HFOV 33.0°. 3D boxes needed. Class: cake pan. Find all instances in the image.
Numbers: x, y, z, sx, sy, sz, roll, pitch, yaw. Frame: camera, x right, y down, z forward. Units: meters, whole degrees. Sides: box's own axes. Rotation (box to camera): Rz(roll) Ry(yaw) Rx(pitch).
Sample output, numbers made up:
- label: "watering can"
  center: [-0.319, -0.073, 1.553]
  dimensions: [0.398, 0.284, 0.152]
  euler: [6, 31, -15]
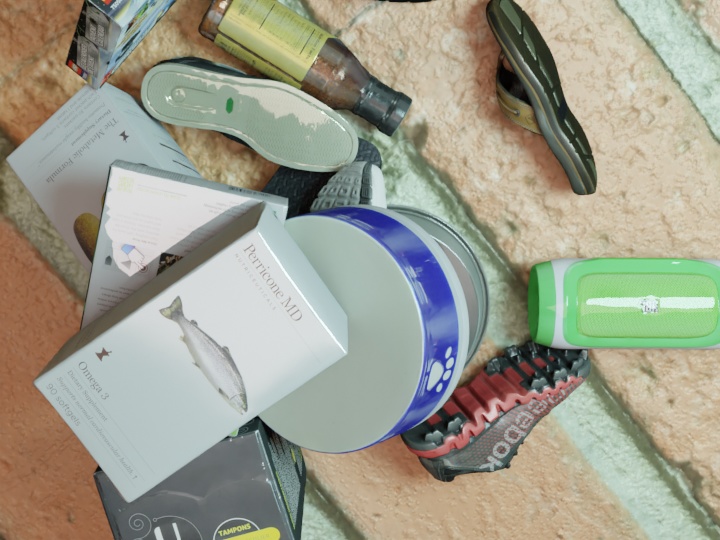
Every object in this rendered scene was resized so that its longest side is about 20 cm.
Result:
- label: "cake pan"
  center: [0.027, 0.038, 1.165]
  dimensions: [0.199, 0.037, 0.201]
  euler: [0, 103, 0]

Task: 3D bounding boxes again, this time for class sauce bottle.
- label: "sauce bottle"
  center: [-0.047, -0.188, 1.099]
  dimensions: [0.199, 0.066, 0.066]
  euler: [32, 101, -9]

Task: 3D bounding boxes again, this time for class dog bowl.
- label: "dog bowl"
  center: [-0.015, 0.048, 1.015]
  dimensions: [0.199, 0.079, 0.201]
  euler: [5, 100, 30]

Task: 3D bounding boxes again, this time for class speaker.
- label: "speaker"
  center: [0.261, 0.031, 1.140]
  dimensions: [0.199, 0.088, 0.089]
  euler: [0, 103, 0]

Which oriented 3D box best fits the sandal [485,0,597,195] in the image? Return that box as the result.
- label: "sandal"
  center: [0.157, -0.153, 1.112]
  dimensions: [0.054, 0.082, 0.201]
  euler: [-20, 111, 27]

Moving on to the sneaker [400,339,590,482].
- label: "sneaker"
  center: [0.136, 0.138, 1.173]
  dimensions: [0.200, 0.071, 0.098]
  euler: [-28, 127, -10]

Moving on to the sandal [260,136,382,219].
- label: "sandal"
  center: [-0.065, -0.053, 1.133]
  dimensions: [0.200, 0.045, 0.075]
  euler: [-40, 65, 2]

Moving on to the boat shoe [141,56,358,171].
- label: "boat shoe"
  center: [-0.094, -0.146, 1.102]
  dimensions: [0.199, 0.068, 0.072]
  euler: [19, 109, 0]

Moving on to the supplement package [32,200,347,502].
- label: "supplement package"
  center: [-0.121, 0.057, 0.912]
  dimensions: [0.200, 0.117, 0.117]
  euler: [-35, 100, 7]

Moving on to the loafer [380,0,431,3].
- label: "loafer"
  center: [0.091, -0.285, 1.079]
  dimensions: [0.199, 0.073, 0.073]
  euler: [-13, 94, -7]

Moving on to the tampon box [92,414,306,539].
- label: "tampon box"
  center: [-0.137, 0.185, 1.114]
  dimensions: [0.149, 0.200, 0.127]
  euler: [-15, 103, 4]

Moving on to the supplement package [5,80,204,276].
- label: "supplement package"
  center: [-0.193, -0.051, 1.071]
  dimensions: [0.114, 0.110, 0.200]
  euler: [-41, 77, 8]

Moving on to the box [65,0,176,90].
- label: "box"
  center: [-0.161, -0.253, 1.003]
  dimensions: [0.040, 0.137, 0.200]
  euler: [38, 67, -7]

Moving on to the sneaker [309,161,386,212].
- label: "sneaker"
  center: [0.000, 0.000, 1.100]
  dimensions: [0.074, 0.087, 0.201]
  euler: [17, 108, 41]

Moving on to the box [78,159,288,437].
- label: "box"
  center: [-0.148, 0.024, 0.982]
  dimensions: [0.144, 0.036, 0.201]
  euler: [13, 102, -4]
